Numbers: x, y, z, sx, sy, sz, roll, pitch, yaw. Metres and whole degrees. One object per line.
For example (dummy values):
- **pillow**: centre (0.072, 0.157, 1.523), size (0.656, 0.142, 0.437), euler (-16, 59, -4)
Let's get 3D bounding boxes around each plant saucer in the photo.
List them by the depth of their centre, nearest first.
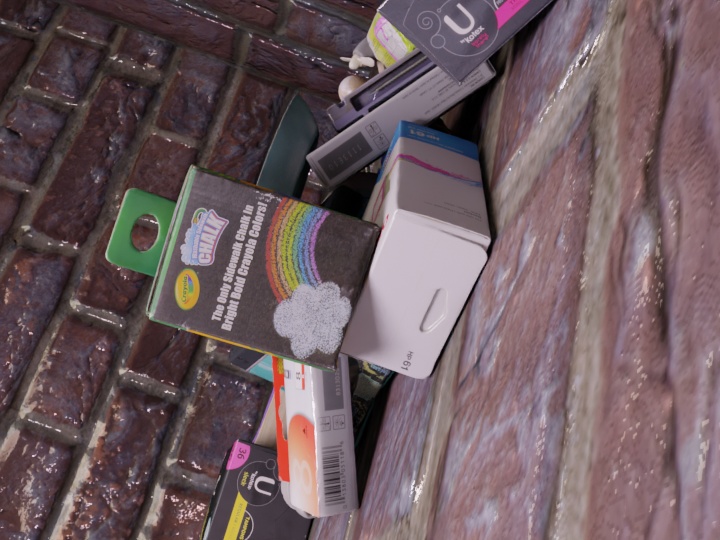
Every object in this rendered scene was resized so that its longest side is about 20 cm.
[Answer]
- **plant saucer**: centre (-0.083, -0.084, 0.926), size (0.200, 0.036, 0.202), euler (-160, 90, -88)

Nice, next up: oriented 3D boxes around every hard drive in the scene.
- **hard drive**: centre (-0.072, 0.012, 0.929), size (0.200, 0.033, 0.140), euler (-40, 27, 53)

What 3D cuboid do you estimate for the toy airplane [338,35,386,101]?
- **toy airplane**: centre (0.039, -0.259, 1.247), size (0.199, 0.140, 0.202), euler (-40, -41, -64)

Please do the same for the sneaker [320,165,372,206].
- **sneaker**: centre (0.013, -0.099, 1.153), size (0.200, 0.075, 0.105), euler (-48, -15, -19)

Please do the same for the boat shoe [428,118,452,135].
- **boat shoe**: centre (0.075, -0.135, 0.972), size (0.067, 0.072, 0.201), euler (-35, 21, 22)

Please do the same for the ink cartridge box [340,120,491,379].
- **ink cartridge box**: centre (0.046, -0.025, 0.773), size (0.200, 0.084, 0.145), euler (-86, 15, -60)

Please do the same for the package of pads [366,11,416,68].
- **package of pads**: centre (0.086, -0.307, 1.032), size (0.154, 0.068, 0.200), euler (-38, 7, 0)

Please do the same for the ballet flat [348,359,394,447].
- **ballet flat**: centre (-0.007, 0.113, 0.917), size (0.075, 0.074, 0.201), euler (-79, 9, -50)

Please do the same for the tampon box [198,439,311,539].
- **tampon box**: centre (-0.139, 0.326, 1.190), size (0.200, 0.125, 0.151), euler (126, 161, -70)

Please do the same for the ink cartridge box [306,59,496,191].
- **ink cartridge box**: centre (0.037, -0.153, 0.921), size (0.199, 0.044, 0.174), euler (-34, 3, 1)

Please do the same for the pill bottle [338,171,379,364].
- **pill bottle**: centre (0.000, 0.000, 0.985), size (0.111, 0.110, 0.202), euler (131, 157, -74)

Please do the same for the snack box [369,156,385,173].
- **snack box**: centre (0.034, -0.075, 1.078), size (0.024, 0.071, 0.202), euler (127, 161, -76)

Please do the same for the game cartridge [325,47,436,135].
- **game cartridge**: centre (0.054, -0.212, 0.957), size (0.199, 0.039, 0.130), euler (-34, 0, 3)

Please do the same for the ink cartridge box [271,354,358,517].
- **ink cartridge box**: centre (-0.070, 0.157, 0.920), size (0.200, 0.050, 0.164), euler (-8, 86, 60)

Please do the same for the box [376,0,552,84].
- **box**: centre (0.101, -0.285, 0.800), size (0.122, 0.106, 0.201), euler (-38, 25, 35)

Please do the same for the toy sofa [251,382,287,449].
- **toy sofa**: centre (-0.099, 0.208, 1.316), size (0.083, 0.097, 0.201), euler (-82, 11, -58)

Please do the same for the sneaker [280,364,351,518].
- **sneaker**: centre (-0.037, 0.191, 1.015), size (0.087, 0.074, 0.202), euler (-160, 80, -75)

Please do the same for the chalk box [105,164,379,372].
- **chalk box**: centre (-0.103, -0.008, 0.723), size (0.124, 0.198, 0.126), euler (-177, 104, -82)

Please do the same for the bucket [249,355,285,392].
- **bucket**: centre (-0.058, 0.073, 1.167), size (0.207, 0.134, 0.209), euler (-160, 90, -84)
